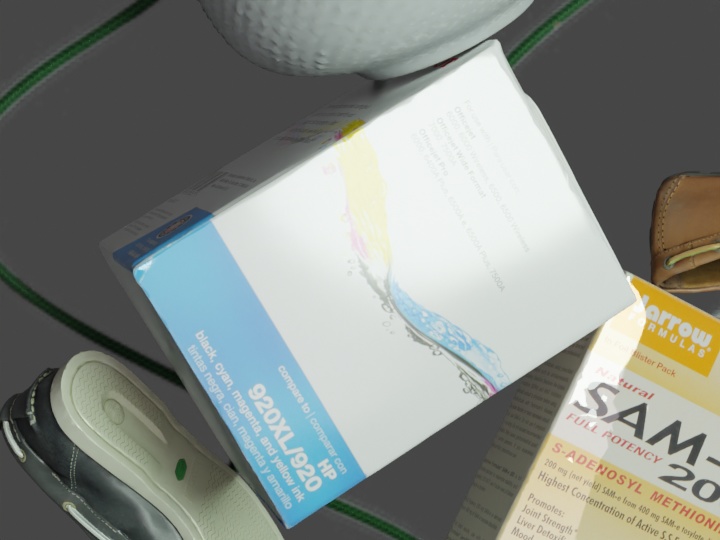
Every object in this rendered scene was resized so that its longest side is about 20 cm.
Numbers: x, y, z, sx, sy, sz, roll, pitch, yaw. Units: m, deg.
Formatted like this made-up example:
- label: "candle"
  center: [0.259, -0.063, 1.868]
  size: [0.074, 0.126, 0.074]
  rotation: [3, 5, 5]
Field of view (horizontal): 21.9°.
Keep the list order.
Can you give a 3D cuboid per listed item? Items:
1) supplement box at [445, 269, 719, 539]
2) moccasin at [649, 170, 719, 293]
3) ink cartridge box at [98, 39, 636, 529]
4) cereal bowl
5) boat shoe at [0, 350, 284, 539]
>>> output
- label: "supplement box"
  center: [0.136, 0.113, 0.979]
  size: [0.126, 0.074, 0.200]
  rotation: [26, 87, -13]
- label: "moccasin"
  center: [0.247, -0.015, 0.949]
  size: [0.201, 0.074, 0.078]
  rotation: [0, 64, 17]
- label: "ink cartridge box"
  center: [0.000, 0.000, 0.904]
  size: [0.200, 0.147, 0.145]
  rotation: [-32, 101, -9]
- label: "cereal bowl"
  center: [0.025, -0.148, 0.878]
  size: [0.200, 0.200, 0.083]
  rotation: [-31, 108, -9]
- label: "boat shoe"
  center: [-0.100, 0.127, 0.942]
  size: [0.068, 0.072, 0.200]
  rotation: [-30, 111, 30]
